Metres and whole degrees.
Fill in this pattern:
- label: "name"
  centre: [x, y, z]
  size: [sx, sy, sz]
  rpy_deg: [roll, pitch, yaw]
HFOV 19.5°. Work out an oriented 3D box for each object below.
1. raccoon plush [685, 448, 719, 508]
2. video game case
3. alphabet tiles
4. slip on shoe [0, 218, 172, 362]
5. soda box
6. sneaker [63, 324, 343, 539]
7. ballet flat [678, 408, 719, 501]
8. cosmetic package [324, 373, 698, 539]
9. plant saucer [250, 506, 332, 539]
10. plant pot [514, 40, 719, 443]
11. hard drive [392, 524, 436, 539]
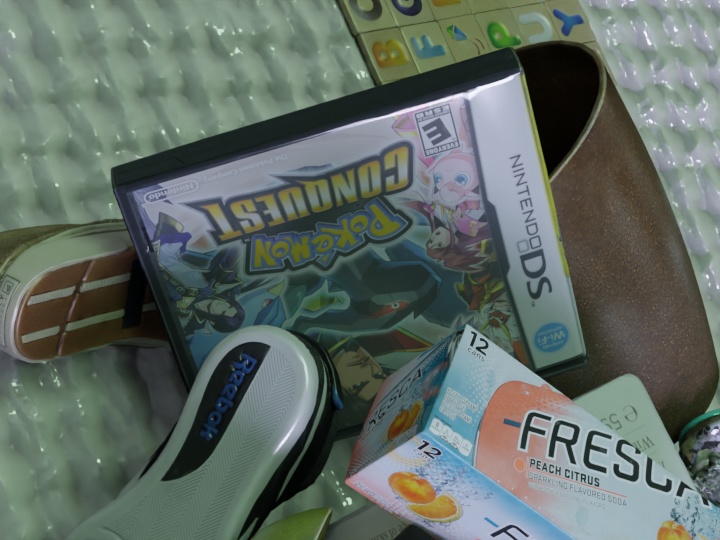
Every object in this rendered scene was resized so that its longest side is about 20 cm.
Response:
- label: "raccoon plush"
  centre: [0.199, 0.160, 1.162]
  size: [0.199, 0.134, 0.097]
  rpy_deg: [13, 60, -32]
- label: "video game case"
  centre: [0.000, 0.000, 1.021]
  size: [0.026, 0.199, 0.181]
  rpy_deg: [-107, 180, -55]
- label: "alphabet tiles"
  centre: [0.076, -0.146, 1.315]
  size: [0.199, 0.006, 0.167]
  rpy_deg: [-15, 78, -41]
- label: "slip on shoe"
  centre: [-0.119, 0.005, 1.052]
  size: [0.060, 0.076, 0.200]
  rpy_deg: [25, 23, 34]
- label: "soda box"
  centre: [0.094, 0.112, 0.928]
  size: [0.200, 0.068, 0.064]
  rpy_deg: [36, 51, -15]
- label: "sneaker"
  centre: [-0.072, 0.119, 0.994]
  size: [0.073, 0.200, 0.112]
  rpy_deg: [38, 5, 16]
- label: "ballet flat"
  centre: [0.242, 0.134, 1.207]
  size: [0.200, 0.072, 0.072]
  rpy_deg: [36, 43, -56]
- label: "cosmetic package"
  centre: [0.082, 0.188, 1.038]
  size: [0.164, 0.165, 0.201]
  rpy_deg: [-23, 82, -40]
- label: "plant saucer"
  centre: [-0.062, 0.193, 0.922]
  size: [0.031, 0.200, 0.201]
  rpy_deg: [20, 52, 4]
- label: "plant pot"
  centre: [0.108, 0.010, 1.163]
  size: [0.200, 0.186, 0.187]
  rpy_deg: [50, 46, -25]
- label: "hard drive"
  centre: [0.029, 0.229, 0.932]
  size: [0.139, 0.201, 0.038]
  rpy_deg: [36, 31, 13]
